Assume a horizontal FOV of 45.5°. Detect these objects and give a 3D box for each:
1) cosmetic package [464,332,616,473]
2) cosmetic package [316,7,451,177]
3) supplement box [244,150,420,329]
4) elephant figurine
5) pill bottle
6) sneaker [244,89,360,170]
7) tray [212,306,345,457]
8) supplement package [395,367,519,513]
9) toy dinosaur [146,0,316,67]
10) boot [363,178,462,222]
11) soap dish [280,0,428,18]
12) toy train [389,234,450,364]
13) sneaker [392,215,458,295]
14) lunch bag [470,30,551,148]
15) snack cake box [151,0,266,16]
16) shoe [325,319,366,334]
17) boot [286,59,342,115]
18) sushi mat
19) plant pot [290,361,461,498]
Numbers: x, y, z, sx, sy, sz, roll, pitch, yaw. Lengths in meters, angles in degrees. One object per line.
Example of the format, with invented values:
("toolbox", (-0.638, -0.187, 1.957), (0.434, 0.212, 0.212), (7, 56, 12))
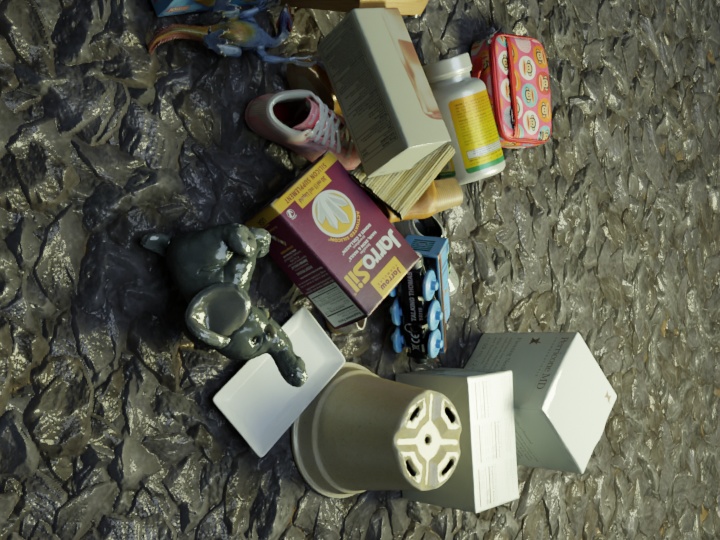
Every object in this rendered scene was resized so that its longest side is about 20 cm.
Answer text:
("cosmetic package", (0.289, 0.218, 1.450), (0.167, 0.199, 0.168), (54, 54, -26))
("cosmetic package", (0.030, -0.240, 1.158), (0.087, 0.103, 0.201), (-15, 83, -38))
("supplement box", (-0.039, -0.040, 1.186), (0.200, 0.103, 0.131), (48, 59, -10))
("elephant figurine", (-0.166, 0.050, 1.070), (0.141, 0.154, 0.201), (19, 64, -64))
("pill bottle", (0.163, -0.251, 1.424), (0.113, 0.112, 0.201), (-27, 105, -41))
("sneaker", (-0.054, -0.192, 1.181), (0.199, 0.105, 0.076), (17, 85, -22))
("tray", (-0.112, 0.151, 1.189), (0.108, 0.022, 0.200), (53, 54, -12))
("supplement package", (0.150, 0.258, 1.347), (0.111, 0.155, 0.201), (-2, 88, -42))
("toy dinosaur", (-0.159, -0.330, 1.155), (0.181, 0.199, 0.106), (-42, 135, -79))
("boot", (0.051, -0.156, 1.297), (0.143, 0.071, 0.202), (-11, 51, -26))
("soap dish", (-0.013, -0.408, 1.222), (0.157, 0.199, 0.082), (-15, 116, -43))
("toy train", (0.096, 0.046, 1.330), (0.114, 0.086, 0.201), (-53, 143, -50))
("sneaker", (0.108, -0.034, 1.377), (0.200, 0.082, 0.075), (54, 54, -27))
("lunch bag", (0.262, -0.323, 1.550), (0.176, 0.082, 0.201), (-4, 88, -40))
("snack cake box", (-0.168, -0.394, 1.113), (0.200, 0.115, 0.067), (-23, 93, -41))
("shoe", (0.000, 0.000, 1.292), (0.070, 0.053, 0.201), (25, 71, -40))
("boot", (-0.022, -0.283, 1.284), (0.201, 0.071, 0.144), (47, 56, -40))
("sushi mat", (0.065, -0.155, 1.228), (0.096, 0.012, 0.200), (39, 46, -1))
("plant pot", (0.035, 0.232, 1.221), (0.200, 0.183, 0.202), (4, 84, -43))
